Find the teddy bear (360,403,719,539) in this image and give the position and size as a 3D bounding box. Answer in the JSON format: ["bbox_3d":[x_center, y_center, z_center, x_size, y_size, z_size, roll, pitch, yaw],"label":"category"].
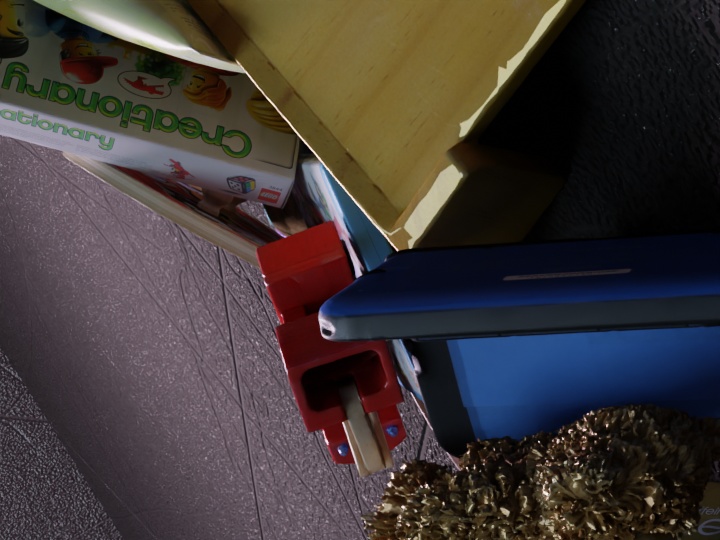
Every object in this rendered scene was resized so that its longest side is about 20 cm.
[{"bbox_3d":[0.084,0.112,0.748,0.199,0.145,0.067,-15,66,42],"label":"teddy bear"}]

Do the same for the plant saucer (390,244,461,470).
[{"bbox_3d":[0.037,0.031,0.997,0.200,0.034,0.201,155,90,-84],"label":"plant saucer"}]

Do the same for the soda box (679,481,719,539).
[{"bbox_3d":[0.165,0.147,0.809,0.199,0.068,0.064,-4,119,42],"label":"soda box"}]

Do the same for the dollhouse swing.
[{"bbox_3d":[0.038,-0.136,0.828,0.200,0.176,0.182,50,-160,19],"label":"dollhouse swing"}]

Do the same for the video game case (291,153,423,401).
[{"bbox_3d":[0.000,0.000,0.952,0.144,0.018,0.200,66,173,-7],"label":"video game case"}]

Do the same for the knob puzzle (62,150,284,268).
[{"bbox_3d":[-0.094,-0.045,1.005,0.219,0.031,0.220,29,-176,-2],"label":"knob puzzle"}]

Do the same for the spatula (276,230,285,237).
[{"bbox_3d":[0.003,0.004,1.141,0.200,0.021,0.057,34,148,47],"label":"spatula"}]

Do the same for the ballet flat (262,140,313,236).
[{"bbox_3d":[-0.049,-0.100,1.059,0.072,0.068,0.201,10,133,37],"label":"ballet flat"}]

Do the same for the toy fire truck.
[{"bbox_3d":[-0.008,0.055,0.849,0.200,0.049,0.141,72,178,-49],"label":"toy fire truck"}]

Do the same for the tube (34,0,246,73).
[{"bbox_3d":[-0.137,-0.148,0.877,0.199,0.058,0.052,30,142,25],"label":"tube"}]

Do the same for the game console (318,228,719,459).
[{"bbox_3d":[0.103,0.047,0.691,0.171,0.199,0.119,-33,-63,-69],"label":"game console"}]

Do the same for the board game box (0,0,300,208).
[{"bbox_3d":[-0.128,-0.118,0.953,0.035,0.199,0.127,120,161,-54],"label":"board game box"}]
